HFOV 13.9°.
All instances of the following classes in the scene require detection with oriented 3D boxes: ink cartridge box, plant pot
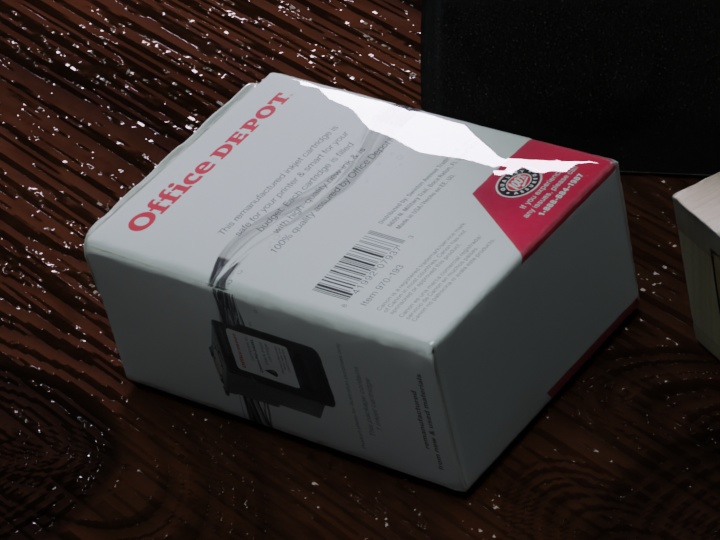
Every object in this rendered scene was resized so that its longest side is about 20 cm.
[{"bbox_3d":[0.000,0.000,1.312,0.199,0.084,0.145,16,46,36],"label":"ink cartridge box"},{"bbox_3d":[0.134,-0.177,1.426,0.199,0.178,0.200,2,38,23],"label":"plant pot"}]

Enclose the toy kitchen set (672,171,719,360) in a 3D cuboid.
[{"bbox_3d":[0.254,-0.038,1.209,0.199,0.164,0.180,-26,37,-15],"label":"toy kitchen set"}]
